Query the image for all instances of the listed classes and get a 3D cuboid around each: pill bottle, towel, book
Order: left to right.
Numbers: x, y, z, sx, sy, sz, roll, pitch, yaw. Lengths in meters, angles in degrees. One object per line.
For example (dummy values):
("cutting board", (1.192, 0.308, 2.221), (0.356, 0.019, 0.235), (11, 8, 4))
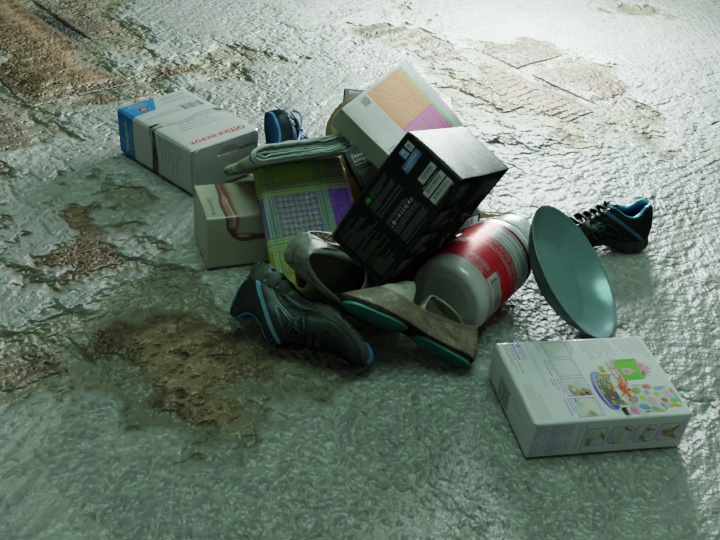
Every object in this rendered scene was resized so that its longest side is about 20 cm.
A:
("towel", (-0.113, -0.169, 1.296), (0.148, 0.031, 0.200), (-10, 5, -21))
("towel", (-0.068, -0.056, 1.246), (0.143, 0.023, 0.202), (-10, 79, -20))
("book", (0.059, -0.213, 1.280), (0.134, 0.048, 0.200), (44, 41, 0))
("pill bottle", (0.167, -0.002, 1.228), (0.112, 0.113, 0.200), (26, 38, 26))

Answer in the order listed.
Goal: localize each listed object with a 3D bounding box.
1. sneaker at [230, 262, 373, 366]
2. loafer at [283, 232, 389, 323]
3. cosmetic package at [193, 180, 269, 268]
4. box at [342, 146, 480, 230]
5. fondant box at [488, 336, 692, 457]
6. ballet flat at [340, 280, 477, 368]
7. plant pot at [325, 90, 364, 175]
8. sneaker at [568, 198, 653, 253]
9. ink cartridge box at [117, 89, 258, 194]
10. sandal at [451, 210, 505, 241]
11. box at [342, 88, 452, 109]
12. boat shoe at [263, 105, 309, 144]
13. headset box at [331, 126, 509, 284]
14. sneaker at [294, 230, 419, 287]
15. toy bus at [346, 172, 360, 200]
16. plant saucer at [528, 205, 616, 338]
("sneaker", (-0.074, 0.073, 1.124), (0.199, 0.073, 0.082), (31, 77, 20))
("loafer", (-0.012, 0.021, 1.133), (0.199, 0.070, 0.070), (32, 1, -32))
("cosmetic package", (-0.139, -0.075, 1.307), (0.199, 0.088, 0.104), (-9, 38, -20))
("box", (0.072, -0.129, 1.326), (0.142, 0.036, 0.201), (-21, 62, -6))
("fondant box", (0.273, 0.149, 1.075), (0.198, 0.059, 0.145), (-3, 35, -11))
("ballet flat", (0.065, 0.054, 1.113), (0.199, 0.068, 0.068), (29, 69, -22))
("plant pot", (0.043, -0.223, 1.426), (0.198, 0.028, 0.201), (2, 59, -3))
("sneaker", (0.363, -0.074, 1.391), (0.198, 0.082, 0.073), (-5, 37, -14))
("ink cartridge box", (-0.289, -0.220, 1.495), (0.199, 0.085, 0.146), (32, 41, 31))
("sandal", (0.125, -0.048, 1.343), (0.199, 0.054, 0.080), (-19, 19, -8))
("box", (0.060, -0.223, 1.539), (0.198, 0.105, 0.183), (6, 36, -1))
("boat shoe", (-0.118, -0.221, 1.441), (0.068, 0.085, 0.200), (-14, -2, -8))
("headset box", (0.084, -0.090, 1.150), (0.093, 0.174, 0.200), (44, 27, 13))
("sneaker", (0.000, 0.000, 1.214), (0.199, 0.076, 0.070), (13, 19, -26))
("toy bus", (-0.068, -0.128, 1.416), (0.198, 0.065, 0.079), (2, 36, -7))
("plant saucer", (0.282, 0.007, 1.227), (0.200, 0.039, 0.202), (33, 42, -36))
